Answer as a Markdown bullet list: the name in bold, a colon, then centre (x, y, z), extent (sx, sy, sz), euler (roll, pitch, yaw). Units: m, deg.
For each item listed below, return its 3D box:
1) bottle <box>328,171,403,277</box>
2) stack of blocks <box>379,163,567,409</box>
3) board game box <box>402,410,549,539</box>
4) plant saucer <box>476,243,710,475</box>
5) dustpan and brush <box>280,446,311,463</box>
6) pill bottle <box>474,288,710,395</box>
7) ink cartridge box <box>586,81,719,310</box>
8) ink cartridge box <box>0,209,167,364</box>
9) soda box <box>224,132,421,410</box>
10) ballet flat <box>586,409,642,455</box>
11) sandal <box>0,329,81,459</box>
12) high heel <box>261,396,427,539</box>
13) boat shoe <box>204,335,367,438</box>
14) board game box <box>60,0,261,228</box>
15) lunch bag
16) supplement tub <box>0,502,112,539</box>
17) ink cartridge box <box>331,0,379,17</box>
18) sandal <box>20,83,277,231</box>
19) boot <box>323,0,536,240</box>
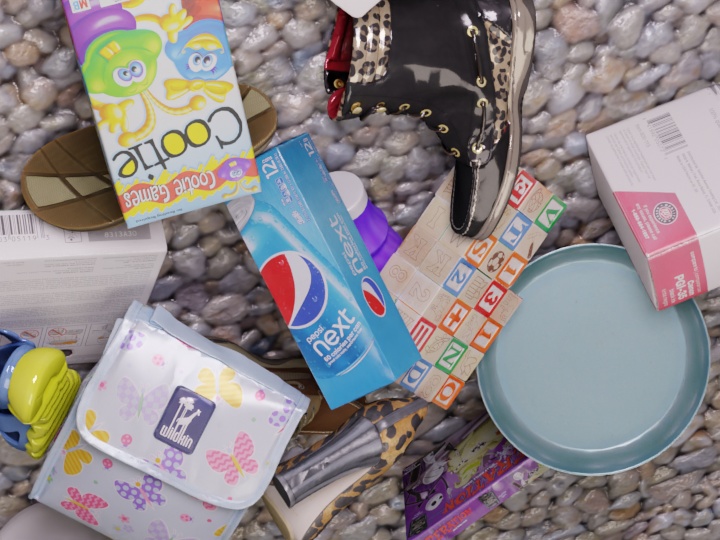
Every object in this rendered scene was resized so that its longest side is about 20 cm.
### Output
- **bottle**: centre (0.000, 0.000, 1.626), extent (0.083, 0.065, 0.200), euler (-28, 140, -7)
- **stack of blocks**: centre (0.082, 0.005, 1.611), extent (0.200, 0.059, 0.115), euler (-56, 145, 3)
- **board game box**: centre (0.123, 0.173, 1.826), extent (0.200, 0.120, 0.032), euler (-38, 117, 17)
- **plant saucer**: centre (0.198, 0.075, 1.675), extent (0.199, 0.027, 0.201), euler (0, 98, 1)
- **dustpan and brush**: centre (-0.094, 0.185, 1.756), extent (0.139, 0.057, 0.200), euler (6, 146, -30)
- **pill bottle**: centre (0.200, 0.061, 1.742), extent (0.199, 0.112, 0.111), euler (-25, 139, 4)
- **ink cartridge box**: centre (0.306, -0.075, 1.612), extent (0.199, 0.147, 0.083), euler (-21, 140, 1)
- **ink cartridge box**: centre (-0.252, 0.016, 1.570), extent (0.160, 0.050, 0.200), euler (-3, 155, -20)
- **soda box**: centre (-0.032, 0.000, 1.513), extent (0.064, 0.201, 0.068), euler (-26, -177, 24)
- **ballet flat**: centre (0.251, 0.123, 1.788), extent (0.069, 0.069, 0.200), euler (-43, 178, 23)
- **sandal**: centre (-0.281, 0.093, 1.591), extent (0.087, 0.080, 0.200), euler (24, 159, 5)
- **high heel**: centre (-0.011, 0.167, 1.649), extent (0.142, 0.072, 0.200), euler (-30, 170, -14)
- **boat shoe**: centre (-0.080, 0.119, 1.715), extent (0.199, 0.074, 0.076), euler (15, 126, -34)
- **board game box**: centre (-0.143, -0.147, 1.357), extent (0.104, 0.103, 0.201), euler (-16, 130, -6)
- **lunch bag**: centre (-0.154, 0.134, 1.583), extent (0.169, 0.127, 0.200), euler (30, 126, -6)
- **supplement tub**: centre (-0.244, 0.313, 1.802), extent (0.144, 0.145, 0.200), euler (-29, 138, 9)
- **ink cartridge box**: centre (-0.032, -0.270, 1.321), extent (0.117, 0.067, 0.200), euler (-39, 135, 18)
- **sandal**: centre (-0.156, -0.080, 1.481), extent (0.199, 0.081, 0.054), euler (-22, 163, -7)
- **boot**: centre (0.048, -0.122, 1.485), extent (0.150, 0.073, 0.201), euler (1, 114, -20)
